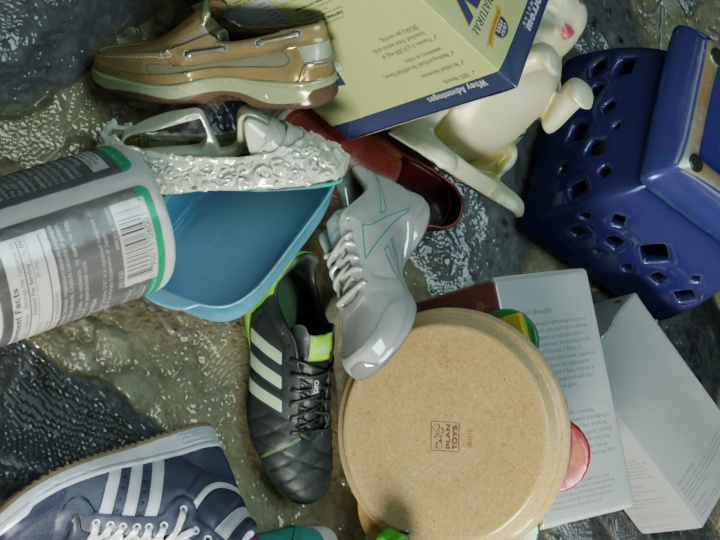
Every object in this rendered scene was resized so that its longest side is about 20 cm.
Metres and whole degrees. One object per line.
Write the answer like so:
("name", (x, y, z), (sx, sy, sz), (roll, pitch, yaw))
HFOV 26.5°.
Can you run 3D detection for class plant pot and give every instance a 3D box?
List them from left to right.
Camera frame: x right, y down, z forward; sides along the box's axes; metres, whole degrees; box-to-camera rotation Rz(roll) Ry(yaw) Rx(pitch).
("plant pot", (0.296, -0.097, 1.433), (0.200, 0.180, 0.201), (32, 60, -26))

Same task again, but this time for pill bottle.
("pill bottle", (-0.239, -0.010, 1.058), (0.200, 0.113, 0.113), (-20, 90, -30))

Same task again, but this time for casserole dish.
("casserole dish", (-0.098, -0.033, 1.188), (0.200, 0.121, 0.039), (-55, 154, -32))

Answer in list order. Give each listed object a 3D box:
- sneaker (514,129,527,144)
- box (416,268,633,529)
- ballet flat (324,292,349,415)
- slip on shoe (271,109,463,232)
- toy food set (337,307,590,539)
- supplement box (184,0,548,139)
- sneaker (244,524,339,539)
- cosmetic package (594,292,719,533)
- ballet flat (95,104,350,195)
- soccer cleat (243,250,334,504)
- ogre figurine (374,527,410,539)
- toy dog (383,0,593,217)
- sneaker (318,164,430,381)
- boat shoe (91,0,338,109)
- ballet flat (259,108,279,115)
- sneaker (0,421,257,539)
("sneaker", (0.113, -0.204, 1.400), (0.075, 0.076, 0.201), (-14, 86, -36))
("box", (0.121, 0.113, 1.273), (0.106, 0.152, 0.201), (-6, 81, -37))
("ballet flat", (0.014, 0.108, 1.252), (0.067, 0.062, 0.201), (-12, 85, -40))
("slip on shoe", (0.007, -0.085, 1.291), (0.200, 0.061, 0.074), (26, 85, -29))
("toy food set", (0.075, 0.128, 1.180), (0.049, 0.197, 0.201), (6, 70, -65))
("supplement box", (0.007, -0.227, 1.170), (0.200, 0.200, 0.135), (38, 60, -30))
("sneaker", (-0.068, 0.285, 1.130), (0.120, 0.084, 0.201), (13, 62, -39))
("cosmetic package", (0.258, 0.134, 1.417), (0.200, 0.081, 0.113), (52, 54, -12))
("ballet flat", (-0.106, -0.091, 1.156), (0.199, 0.072, 0.072), (-5, 79, -4))
("soccer cleat", (-0.051, 0.082, 1.199), (0.067, 0.081, 0.201), (-3, 80, -37))
("ogre figurine", (0.037, 0.298, 1.184), (0.200, 0.120, 0.098), (48, 51, -18))
("toy dog", (0.116, -0.174, 1.299), (0.139, 0.194, 0.200), (31, 95, -35))
("sneaker", (0.000, 0.000, 1.196), (0.080, 0.070, 0.201), (35, 40, -25))
("boat shoe", (-0.113, -0.170, 1.155), (0.072, 0.199, 0.076), (-60, 150, -59))
("ballet flat", (-0.088, -0.207, 1.259), (0.069, 0.069, 0.200), (-40, 103, -36))
("sneaker", (-0.161, 0.184, 1.081), (0.200, 0.070, 0.109), (-17, 69, -41))
